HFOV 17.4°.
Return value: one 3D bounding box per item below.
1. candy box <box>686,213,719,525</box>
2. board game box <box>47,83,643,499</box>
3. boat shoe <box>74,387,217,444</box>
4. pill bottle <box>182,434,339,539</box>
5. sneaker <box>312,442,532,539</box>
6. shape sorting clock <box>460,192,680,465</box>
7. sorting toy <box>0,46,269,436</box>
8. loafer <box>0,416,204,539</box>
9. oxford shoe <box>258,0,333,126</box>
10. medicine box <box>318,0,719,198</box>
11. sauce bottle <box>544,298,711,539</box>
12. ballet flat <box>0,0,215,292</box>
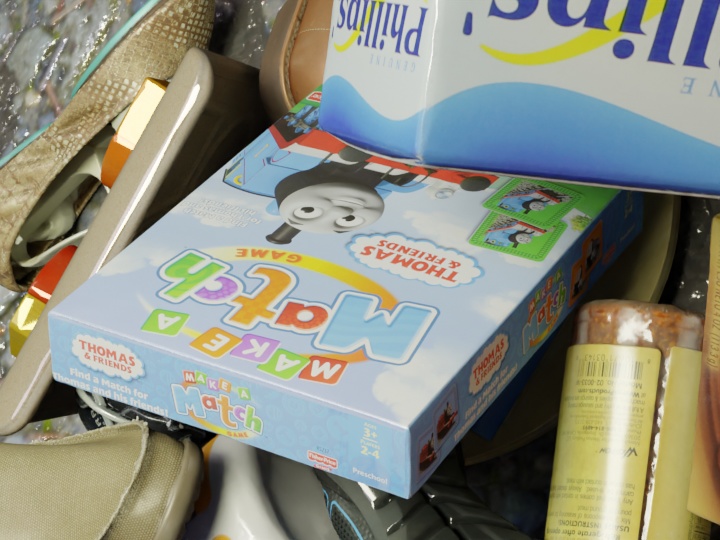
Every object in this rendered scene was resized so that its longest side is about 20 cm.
[{"bbox_3d":[0.205,0.056,0.798,0.200,0.056,0.117,20,115,44],"label":"candy box"},{"bbox_3d":[0.000,0.000,0.900,0.151,0.200,0.037,16,127,24],"label":"board game box"},{"bbox_3d":[-0.090,0.049,1.012,0.068,0.200,0.072,-35,85,-8],"label":"boat shoe"},{"bbox_3d":[-0.080,0.160,1.004,0.200,0.116,0.116,-40,50,24],"label":"pill bottle"},{"bbox_3d":[0.010,0.093,0.925,0.200,0.073,0.082,-113,29,-41],"label":"sneaker"},{"bbox_3d":[0.048,-0.008,1.010,0.200,0.039,0.200,-14,61,27],"label":"shape sorting clock"},{"bbox_3d":[-0.103,-0.016,1.068,0.036,0.200,0.185,30,95,5],"label":"sorting toy"},{"bbox_3d":[-0.143,0.105,0.964,0.200,0.067,0.076,-24,41,41],"label":"loafer"},{"bbox_3d":[0.010,-0.150,1.075,0.071,0.071,0.200,-18,55,41],"label":"oxford shoe"},{"bbox_3d":[0.096,-0.131,0.805,0.103,0.182,0.200,-156,72,-69],"label":"medicine box"},{"bbox_3d":[0.099,0.113,0.894,0.066,0.066,0.200,1,78,43],"label":"sauce bottle"},{"bbox_3d":[-0.128,-0.062,1.190,0.200,0.070,0.065,-44,76,23],"label":"ballet flat"}]
